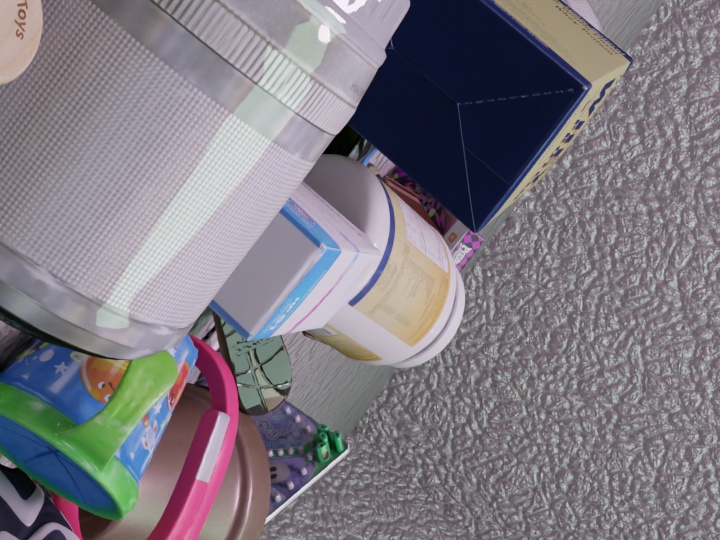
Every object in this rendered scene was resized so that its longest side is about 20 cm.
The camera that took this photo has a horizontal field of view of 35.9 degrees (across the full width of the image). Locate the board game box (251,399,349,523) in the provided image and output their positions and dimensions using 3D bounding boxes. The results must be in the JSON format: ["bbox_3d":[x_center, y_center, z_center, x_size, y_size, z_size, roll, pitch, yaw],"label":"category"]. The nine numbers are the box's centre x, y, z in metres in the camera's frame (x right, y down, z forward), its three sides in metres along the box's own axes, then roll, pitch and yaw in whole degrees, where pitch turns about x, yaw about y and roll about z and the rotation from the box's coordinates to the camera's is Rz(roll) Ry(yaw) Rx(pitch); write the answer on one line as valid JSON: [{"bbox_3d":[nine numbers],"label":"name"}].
[{"bbox_3d":[-0.145,0.197,1.192,0.199,0.199,0.026,-36,132,-28],"label":"board game box"}]

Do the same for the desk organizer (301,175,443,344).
[{"bbox_3d":[0.000,-0.007,1.332,0.200,0.077,0.071,-47,139,17],"label":"desk organizer"}]

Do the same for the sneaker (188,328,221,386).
[{"bbox_3d":[-0.154,0.125,1.216,0.200,0.086,0.078,-44,170,-36],"label":"sneaker"}]

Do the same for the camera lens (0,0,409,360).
[{"bbox_3d":[-0.094,-0.078,0.468,0.201,0.160,0.160,-51,171,8],"label":"camera lens"}]

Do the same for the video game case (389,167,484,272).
[{"bbox_3d":[0.046,-0.019,1.385,0.036,0.200,0.182,32,102,-35],"label":"video game case"}]

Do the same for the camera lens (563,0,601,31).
[{"bbox_3d":[0.141,-0.205,1.063,0.161,0.159,0.200,-54,170,25],"label":"camera lens"}]

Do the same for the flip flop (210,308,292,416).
[{"bbox_3d":[-0.106,0.043,1.053,0.080,0.058,0.203,-19,122,-22],"label":"flip flop"}]

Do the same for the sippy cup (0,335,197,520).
[{"bbox_3d":[-0.188,0.085,0.794,0.131,0.175,0.141,-57,147,-29],"label":"sippy cup"}]

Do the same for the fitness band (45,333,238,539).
[{"bbox_3d":[-0.171,0.143,0.860,0.037,0.142,0.203,40,69,-56],"label":"fitness band"}]

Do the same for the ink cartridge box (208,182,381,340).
[{"bbox_3d":[-0.077,-0.030,0.790,0.085,0.144,0.200,-50,171,8],"label":"ink cartridge box"}]

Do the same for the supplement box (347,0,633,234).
[{"bbox_3d":[0.082,-0.163,0.865,0.135,0.199,0.199,-53,172,26],"label":"supplement box"}]

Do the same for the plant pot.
[{"bbox_3d":[-0.207,0.199,1.025,0.201,0.200,0.174,-51,153,7],"label":"plant pot"}]

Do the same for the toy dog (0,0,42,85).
[{"bbox_3d":[-0.179,-0.060,0.312,0.130,0.097,0.202,-15,-145,15],"label":"toy dog"}]

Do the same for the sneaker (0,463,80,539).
[{"bbox_3d":[-0.304,0.189,0.795,0.196,0.130,0.081,-5,125,-26],"label":"sneaker"}]

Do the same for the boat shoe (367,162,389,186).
[{"bbox_3d":[-0.027,-0.038,1.227,0.200,0.073,0.075,-46,170,-25],"label":"boat shoe"}]

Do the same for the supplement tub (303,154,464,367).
[{"bbox_3d":[0.000,0.000,0.992,0.145,0.144,0.200,-50,144,2],"label":"supplement tub"}]

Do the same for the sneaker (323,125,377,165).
[{"bbox_3d":[-0.028,-0.105,1.027,0.082,0.071,0.200,-10,146,-41],"label":"sneaker"}]
